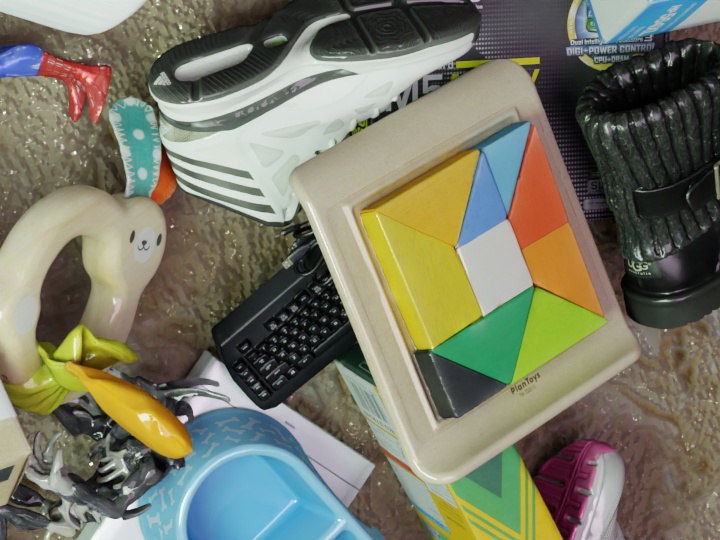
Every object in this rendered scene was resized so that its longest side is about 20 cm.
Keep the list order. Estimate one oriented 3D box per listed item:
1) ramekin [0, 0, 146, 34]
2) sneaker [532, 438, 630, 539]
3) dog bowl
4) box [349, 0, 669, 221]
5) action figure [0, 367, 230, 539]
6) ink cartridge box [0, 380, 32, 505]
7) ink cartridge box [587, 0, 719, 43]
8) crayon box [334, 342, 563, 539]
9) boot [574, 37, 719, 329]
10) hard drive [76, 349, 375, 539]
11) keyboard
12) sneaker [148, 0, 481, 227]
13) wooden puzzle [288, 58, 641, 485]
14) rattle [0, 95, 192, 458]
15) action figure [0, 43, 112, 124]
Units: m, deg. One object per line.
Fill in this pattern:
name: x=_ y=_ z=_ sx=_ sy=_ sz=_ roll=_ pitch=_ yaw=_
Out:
ramekin: x=-0.156 y=-0.226 z=1.489 sx=0.098 sy=0.200 sz=0.201 roll=22 pitch=93 yaw=-30
sneaker: x=0.146 y=0.203 z=1.751 sx=0.088 sy=0.081 sz=0.200 roll=2 pitch=108 yaw=-22
dog bowl: x=-0.046 y=0.174 z=1.657 sx=0.111 sy=0.050 sz=0.200 roll=-43 pitch=113 yaw=-8
box: x=0.092 y=-0.108 z=1.682 sx=0.200 sy=0.044 sz=0.161 roll=-4 pitch=102 yaw=-20
action figure: x=-0.175 y=0.112 z=1.592 sx=0.200 sy=0.119 sz=0.102 roll=-41 pitch=116 yaw=-2
ink cartridge box: x=-0.292 y=0.049 z=1.475 sx=0.165 sy=0.075 sz=0.200 roll=-18 pitch=70 yaw=-26
ink cartridge box: x=0.227 y=-0.231 z=1.656 sx=0.200 sy=0.084 sz=0.146 roll=-12 pitch=78 yaw=-20
crayon box: x=0.067 y=0.136 z=1.678 sx=0.052 sy=0.126 sz=0.200 roll=-31 pitch=110 yaw=-12
boot: x=0.222 y=-0.078 z=1.676 sx=0.211 sy=0.079 sz=0.158 roll=-38 pitch=124 yaw=-38
hard drive: x=-0.098 y=0.167 z=1.677 sx=0.132 sy=0.027 sz=0.200 roll=35 pitch=88 yaw=-23
keyboard: x=0.000 y=0.000 z=1.621 sx=0.200 sy=0.040 sz=0.104 roll=-41 pitch=129 yaw=-2
sneaker: x=-0.023 y=-0.096 z=1.607 sx=0.200 sy=0.076 sz=0.115 roll=-17 pitch=133 yaw=-12
wooden puzzle: x=0.068 y=-0.003 z=1.582 sx=0.185 sy=0.037 sz=0.200 roll=-31 pitch=100 yaw=-34
rattle: x=-0.115 y=-0.002 z=1.536 sx=0.200 sy=0.143 sz=0.130 roll=-48 pitch=126 yaw=-37
action figure: x=-0.250 y=-0.097 z=1.546 sx=0.200 sy=0.065 sz=0.099 roll=17 pitch=86 yaw=-22
